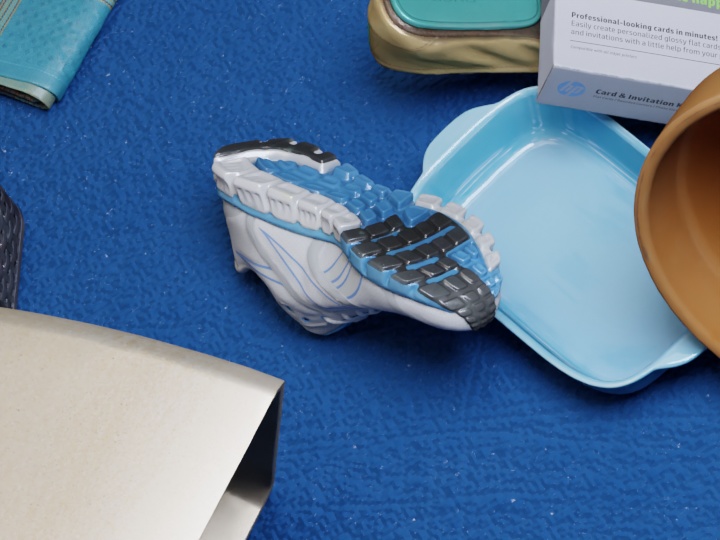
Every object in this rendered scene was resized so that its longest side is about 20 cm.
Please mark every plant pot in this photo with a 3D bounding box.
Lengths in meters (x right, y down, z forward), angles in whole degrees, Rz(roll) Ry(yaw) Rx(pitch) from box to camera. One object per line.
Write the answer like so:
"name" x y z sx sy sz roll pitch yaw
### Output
"plant pot" 0.247 -0.049 1.277 0.200 0.200 0.140 11 45 23
"plant pot" -0.161 0.125 1.274 0.177 0.200 0.200 26 71 5

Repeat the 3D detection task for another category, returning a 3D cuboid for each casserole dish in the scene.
"casserole dish" 0.113 -0.012 1.389 0.121 0.039 0.200 -43 59 -9

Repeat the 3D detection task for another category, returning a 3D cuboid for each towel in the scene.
"towel" -0.196 -0.195 1.602 0.146 0.022 0.200 18 67 25

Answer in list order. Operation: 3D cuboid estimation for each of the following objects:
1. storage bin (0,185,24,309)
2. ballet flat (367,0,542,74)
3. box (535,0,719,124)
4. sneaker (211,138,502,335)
"storage bin" -0.269 0.030 1.457 0.135 0.094 0.200 -7 60 15
"ballet flat" 0.099 -0.133 1.440 0.199 0.063 0.069 2 60 -12
"box" 0.175 -0.170 1.418 0.156 0.041 0.200 9 61 -9
"sneaker" 0.000 0.000 1.391 0.075 0.087 0.200 -19 33 -35
